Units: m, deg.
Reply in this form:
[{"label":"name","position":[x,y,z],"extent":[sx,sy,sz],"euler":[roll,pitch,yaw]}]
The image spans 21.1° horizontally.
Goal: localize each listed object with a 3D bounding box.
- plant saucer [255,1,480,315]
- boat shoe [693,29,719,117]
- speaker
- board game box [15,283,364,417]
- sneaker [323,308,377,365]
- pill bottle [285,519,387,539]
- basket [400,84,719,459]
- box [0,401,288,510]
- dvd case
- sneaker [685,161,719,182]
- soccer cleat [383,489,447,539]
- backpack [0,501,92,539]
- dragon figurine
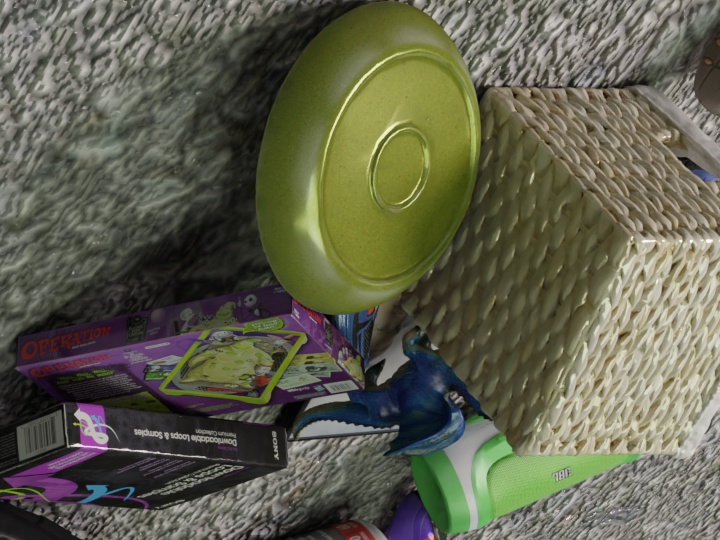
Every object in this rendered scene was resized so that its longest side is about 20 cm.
[{"label":"plant saucer","position":[0.015,-0.066,1.203],"extent":[0.200,0.031,0.201],"euler":[-20,119,-43]},{"label":"boat shoe","position":[0.327,-0.172,1.368],"extent":[0.200,0.076,0.072],"euler":[-37,147,10]},{"label":"speaker","position":[0.146,0.144,1.590],"extent":[0.200,0.089,0.089],"euler":[-21,144,-15]},{"label":"board game box","position":[-0.111,0.061,1.273],"extent":[0.199,0.032,0.120],"euler":[-11,154,20]},{"label":"sneaker","position":[0.000,0.000,1.312],"extent":[0.078,0.075,0.200],"euler":[-22,146,-20]},{"label":"pill bottle","position":[-0.069,0.283,1.579],"extent":[0.199,0.116,0.116],"euler":[-14,142,-25]},{"label":"basket","position":[0.160,-0.002,1.324],"extent":[0.160,0.198,0.200],"euler":[0,127,-35]},{"label":"box","position":[-0.168,0.131,1.334],"extent":[0.143,0.036,0.200],"euler":[-22,158,40]},{"label":"dvd case","position":[0.032,0.054,1.462],"extent":[0.142,0.018,0.200],"euler":[-2,136,-37]},{"label":"sneaker","position":[0.266,-0.015,1.505],"extent":[0.075,0.079,0.200],"euler":[-22,144,-16]},{"label":"soccer cleat","position":[0.028,0.265,1.680],"extent":[0.073,0.068,0.200],"euler":[-12,143,-19]},{"label":"backpack","position":[-0.249,0.242,1.362],"extent":[0.153,0.163,0.200],"euler":[-23,141,13]},{"label":"dragon figurine","position":[0.039,0.104,1.409],"extent":[0.200,0.100,0.059],"euler":[-31,166,13]}]
